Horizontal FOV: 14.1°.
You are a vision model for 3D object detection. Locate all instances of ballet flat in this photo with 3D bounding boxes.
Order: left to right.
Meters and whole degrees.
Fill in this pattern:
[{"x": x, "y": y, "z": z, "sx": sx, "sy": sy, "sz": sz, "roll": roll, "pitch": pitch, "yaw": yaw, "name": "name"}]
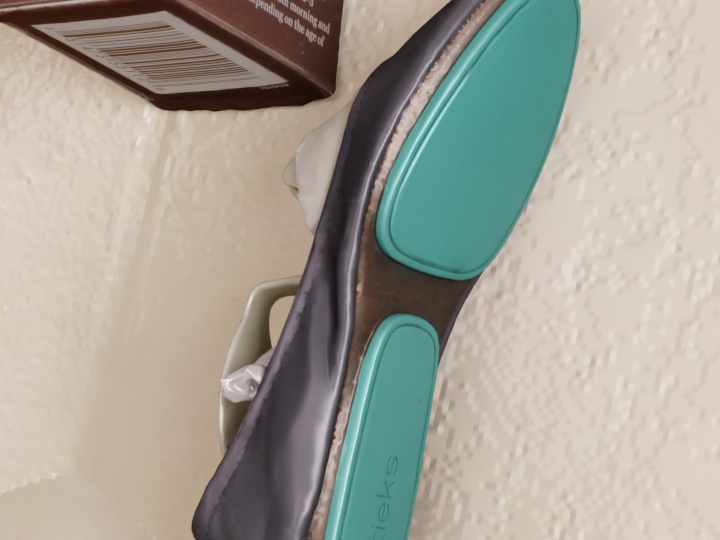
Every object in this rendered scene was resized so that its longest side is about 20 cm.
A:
[{"x": 0.000, "y": 0.000, "z": 0.831, "sx": 0.073, "sy": 0.073, "sz": 0.201, "roll": 16, "pitch": 86, "yaw": 35, "name": "ballet flat"}]

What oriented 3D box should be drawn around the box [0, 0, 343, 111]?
[{"x": -0.052, "y": -0.159, "z": 0.894, "sx": 0.075, "sy": 0.100, "sz": 0.201, "roll": -2, "pitch": 73, "yaw": 32, "name": "box"}]
